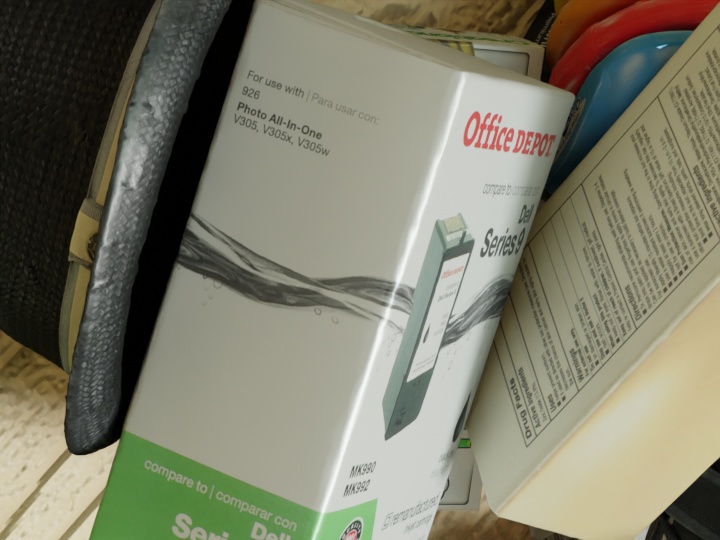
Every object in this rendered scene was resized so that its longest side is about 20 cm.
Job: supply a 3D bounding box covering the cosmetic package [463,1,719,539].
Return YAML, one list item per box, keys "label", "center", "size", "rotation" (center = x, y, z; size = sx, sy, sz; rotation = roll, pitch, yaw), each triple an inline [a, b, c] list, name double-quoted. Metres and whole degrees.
- label: "cosmetic package"
  center: [0.121, 0.001, 0.756]
  size: [0.071, 0.106, 0.200]
  rotation: [19, 128, -30]

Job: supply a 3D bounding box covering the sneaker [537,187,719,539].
- label: "sneaker"
  center: [0.132, 0.060, 0.879]
  size: [0.147, 0.202, 0.077]
  rotation: [-60, 174, 20]

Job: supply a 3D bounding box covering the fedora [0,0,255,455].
- label: "fedora"
  center: [-0.098, -0.040, 0.700]
  size: [0.201, 0.091, 0.202]
  rotation: [19, 90, -85]

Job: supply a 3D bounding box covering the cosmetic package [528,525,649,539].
- label: "cosmetic package"
  center: [0.183, 0.096, 0.963]
  size: [0.199, 0.051, 0.082]
  rotation: [-33, 133, 19]

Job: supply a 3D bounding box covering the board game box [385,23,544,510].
- label: "board game box"
  center: [0.000, 0.000, 0.829]
  size: [0.125, 0.035, 0.201]
  rotation: [2, 103, -21]

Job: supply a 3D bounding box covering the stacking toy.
- label: "stacking toy"
  center: [0.119, -0.134, 0.844]
  size: [0.109, 0.116, 0.201]
  rotation: [-1, 62, -14]

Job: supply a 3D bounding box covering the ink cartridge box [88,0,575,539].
- label: "ink cartridge box"
  center: [-0.006, 0.013, 0.724]
  size: [0.146, 0.084, 0.201]
  rotation: [-6, 115, -70]

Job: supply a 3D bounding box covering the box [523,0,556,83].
- label: "box"
  center: [0.105, -0.039, 0.934]
  size: [0.143, 0.036, 0.201]
  rotation: [40, 78, -40]
